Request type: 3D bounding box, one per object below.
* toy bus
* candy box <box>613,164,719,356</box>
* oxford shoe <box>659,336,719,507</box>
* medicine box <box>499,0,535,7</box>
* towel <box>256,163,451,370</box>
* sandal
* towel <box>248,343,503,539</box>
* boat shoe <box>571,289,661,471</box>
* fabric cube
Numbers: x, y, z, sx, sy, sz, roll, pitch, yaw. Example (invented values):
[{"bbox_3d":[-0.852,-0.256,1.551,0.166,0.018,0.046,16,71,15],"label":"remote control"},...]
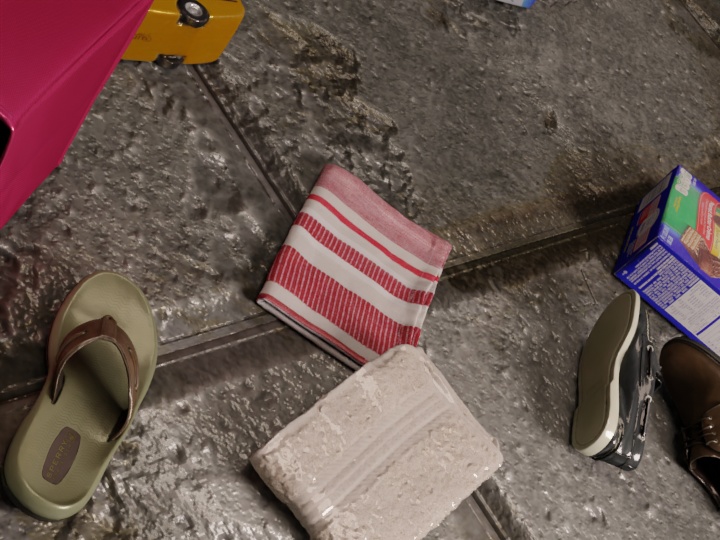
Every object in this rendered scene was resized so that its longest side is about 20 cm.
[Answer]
[{"bbox_3d":[-0.201,-0.230,1.078,0.200,0.065,0.078,-3,57,-41],"label":"toy bus"},{"bbox_3d":[0.392,0.004,1.348,0.200,0.077,0.169,40,39,-5],"label":"candy box"},{"bbox_3d":[0.342,0.153,1.177,0.084,0.073,0.200,-6,59,-40],"label":"oxford shoe"},{"bbox_3d":[0.138,-0.443,1.520,0.200,0.103,0.182,4,53,-36],"label":"medicine box"},{"bbox_3d":[0.000,0.000,1.071,0.144,0.023,0.200,34,40,-9],"label":"towel"},{"bbox_3d":[-0.179,0.078,0.825,0.080,0.057,0.201,27,42,-18],"label":"sandal"},{"bbox_3d":[0.020,0.143,0.934,0.133,0.034,0.200,51,45,5],"label":"towel"},{"bbox_3d":[0.250,0.104,1.144,0.066,0.075,0.200,34,40,-13],"label":"boat shoe"},{"bbox_3d":[-0.291,-0.135,0.812,0.196,0.200,0.199,35,39,-7],"label":"fabric cube"}]
